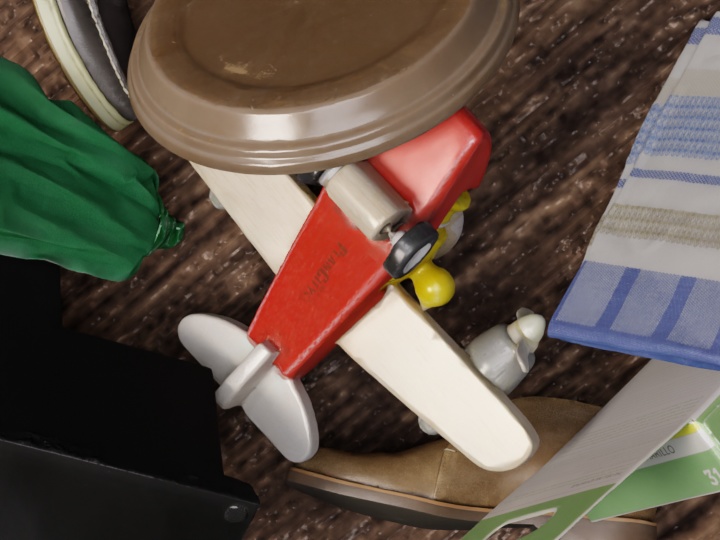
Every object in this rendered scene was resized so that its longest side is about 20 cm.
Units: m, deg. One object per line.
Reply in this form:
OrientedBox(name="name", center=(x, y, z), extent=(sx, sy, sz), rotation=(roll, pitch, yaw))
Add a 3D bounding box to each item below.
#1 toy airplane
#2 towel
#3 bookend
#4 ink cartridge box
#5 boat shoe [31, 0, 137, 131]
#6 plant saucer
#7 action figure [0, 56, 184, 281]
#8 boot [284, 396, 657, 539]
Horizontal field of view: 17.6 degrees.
OrientedBox(name="toy airplane", center=(0.000, 0.000, 1.190), extent=(0.199, 0.141, 0.201), rotation=(3, 112, 37))
OrientedBox(name="towel", center=(0.183, -0.042, 1.139), extent=(0.024, 0.147, 0.200), rotation=(39, 72, -34))
OrientedBox(name="bookend", center=(-0.167, 0.061, 1.178), extent=(0.198, 0.200, 0.092), rotation=(16, 123, -20))
OrientedBox(name="ink cartridge box", center=(0.135, 0.097, 1.131), extent=(0.200, 0.145, 0.048), rotation=(-42, 96, -27))
OrientedBox(name="boat shoe", center=(-0.141, -0.172, 1.191), extent=(0.065, 0.073, 0.201), rotation=(-19, 96, 10))
OrientedBox(name="plant saucer", center=(-0.022, -0.123, 1.140), extent=(0.199, 0.200, 0.030), rotation=(-14, 131, 4))
OrientedBox(name="action figure", center=(-0.161, -0.043, 1.168), extent=(0.055, 0.200, 0.119), rotation=(2, 75, 42))
OrientedBox(name="boot", center=(0.060, 0.102, 1.230), extent=(0.199, 0.074, 0.076), rotation=(6, 83, -6))
